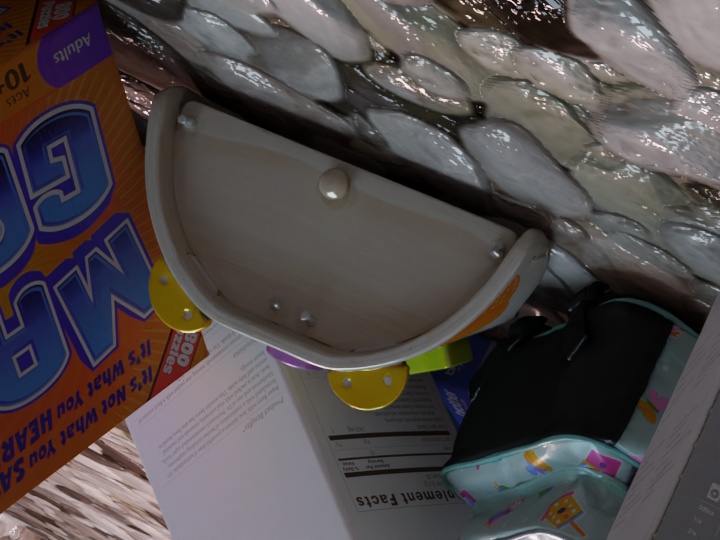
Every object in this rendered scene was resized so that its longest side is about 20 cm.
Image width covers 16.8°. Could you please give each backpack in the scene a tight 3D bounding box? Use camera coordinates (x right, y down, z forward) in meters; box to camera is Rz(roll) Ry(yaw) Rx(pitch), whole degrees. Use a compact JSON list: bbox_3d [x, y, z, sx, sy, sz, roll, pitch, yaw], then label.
[{"bbox_3d":[0.153,0.118,1.182,0.199,0.154,0.176,26,158,-15],"label":"backpack"}]

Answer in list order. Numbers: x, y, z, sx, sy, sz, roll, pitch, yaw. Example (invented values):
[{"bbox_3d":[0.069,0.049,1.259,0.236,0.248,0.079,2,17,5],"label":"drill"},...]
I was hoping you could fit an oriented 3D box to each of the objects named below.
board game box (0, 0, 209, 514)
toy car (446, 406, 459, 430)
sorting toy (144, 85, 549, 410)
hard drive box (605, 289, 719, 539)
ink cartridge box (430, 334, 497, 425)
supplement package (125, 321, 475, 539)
[{"bbox_3d":[-0.232,-0.010,1.186,0.199,0.200,0.201,13,130,43],"label":"board game box"},{"bbox_3d":[-0.079,0.088,1.482,0.184,0.177,0.200,-37,92,40],"label":"toy car"},{"bbox_3d":[0.000,0.000,1.208,0.199,0.108,0.180,23,-176,18],"label":"sorting toy"},{"bbox_3d":[0.152,0.072,0.918,0.076,0.201,0.156,25,166,3],"label":"hard drive box"},{"bbox_3d":[0.116,0.088,1.368,0.199,0.042,0.119,23,165,24],"label":"ink cartridge box"},{"bbox_3d":[-0.022,0.118,1.287,0.119,0.201,0.121,2,147,-49],"label":"supplement package"}]
